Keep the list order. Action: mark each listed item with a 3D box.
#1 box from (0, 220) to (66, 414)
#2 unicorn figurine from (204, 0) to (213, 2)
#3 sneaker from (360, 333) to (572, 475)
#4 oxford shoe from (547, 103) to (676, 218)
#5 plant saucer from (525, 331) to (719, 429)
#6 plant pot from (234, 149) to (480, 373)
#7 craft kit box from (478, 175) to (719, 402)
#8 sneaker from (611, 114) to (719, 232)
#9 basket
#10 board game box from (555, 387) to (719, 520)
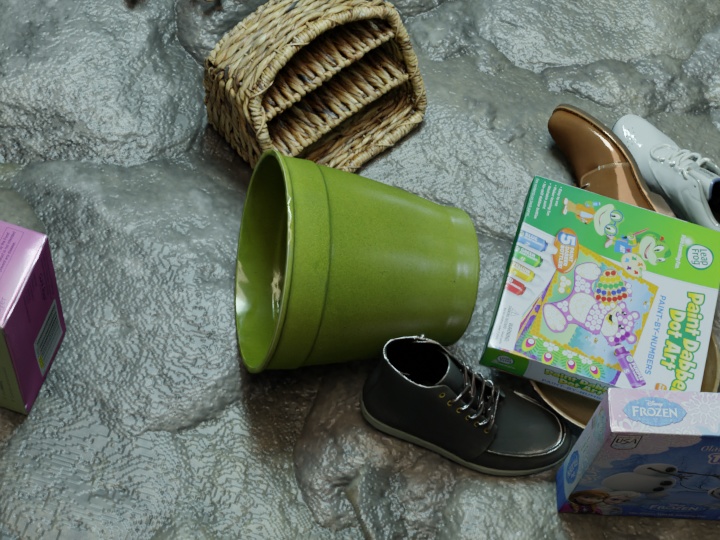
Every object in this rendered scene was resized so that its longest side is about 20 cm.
[{"bbox_3d":[-0.373,0.022,1.216,0.199,0.176,0.097,16,60,4],"label":"box"},{"bbox_3d":[-0.215,-0.358,1.516,0.199,0.074,0.138,13,49,-15],"label":"unicorn figurine"},{"bbox_3d":[0.102,0.123,1.248,0.199,0.106,0.075,13,60,-2],"label":"sneaker"},{"bbox_3d":[0.243,-0.085,1.406,0.071,0.071,0.200,-28,68,-16],"label":"oxford shoe"},{"bbox_3d":[0.241,0.080,1.323,0.199,0.035,0.201,4,55,-6],"label":"plant saucer"},{"bbox_3d":[0.000,0.000,1.276,0.192,0.201,0.201,5,59,-17],"label":"plant pot"},{"bbox_3d":[0.230,0.026,1.301,0.197,0.049,0.201,18,60,0],"label":"craft kit box"},{"bbox_3d":[0.331,-0.091,1.408,0.074,0.087,0.200,-32,67,-19],"label":"sneaker"},{"bbox_3d":[-0.038,-0.189,1.391,0.200,0.143,0.149,-35,69,-22],"label":"basket"},{"bbox_3d":[0.286,0.163,1.195,0.199,0.199,0.044,3,60,-4],"label":"board game box"}]
